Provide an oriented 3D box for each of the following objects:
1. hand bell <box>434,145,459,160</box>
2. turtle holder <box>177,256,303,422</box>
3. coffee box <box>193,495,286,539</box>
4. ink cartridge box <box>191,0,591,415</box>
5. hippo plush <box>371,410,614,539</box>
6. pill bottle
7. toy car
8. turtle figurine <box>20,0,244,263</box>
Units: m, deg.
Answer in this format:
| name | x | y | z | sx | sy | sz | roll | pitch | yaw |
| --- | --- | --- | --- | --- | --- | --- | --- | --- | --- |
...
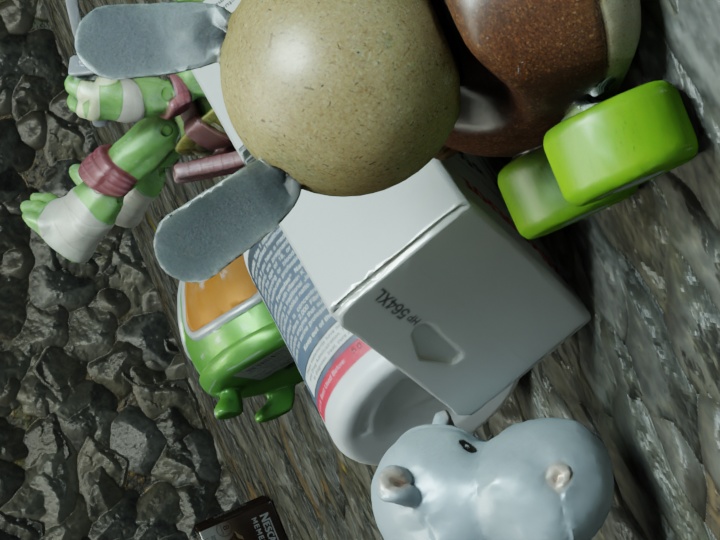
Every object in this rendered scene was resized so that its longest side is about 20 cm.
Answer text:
| name | x | y | z | sx | sy | sz | roll | pitch | yaw |
| --- | --- | --- | --- | --- | --- | --- | --- | --- | --- |
| hand bell | -0.002 | -0.134 | 0.881 | 0.104 | 0.104 | 0.201 | 88 | 159 | -63 |
| turtle holder | -0.055 | 0.026 | 1.478 | 0.141 | 0.185 | 0.132 | -41 | 69 | 45 |
| coffee box | -0.144 | 0.431 | 2.753 | 0.080 | 0.112 | 0.201 | 172 | 77 | -79 |
| ink cartridge box | 0.010 | -0.046 | 0.953 | 0.146 | 0.084 | 0.200 | 38 | -163 | -53 |
| hippo plush | 0.069 | 0.148 | 0.980 | 0.159 | 0.199 | 0.162 | -20 | -81 | -68 |
| pill bottle | 0.000 | 0.000 | 1.131 | 0.120 | 0.119 | 0.201 | 83 | 162 | -55 |
| toy car | -0.001 | -0.076 | 0.756 | 0.158 | 0.199 | 0.165 | 137 | 110 | -79 |
| turtle figurine | -0.127 | -0.114 | 1.102 | 0.199 | 0.194 | 0.144 | 26 | -148 | -28 |
